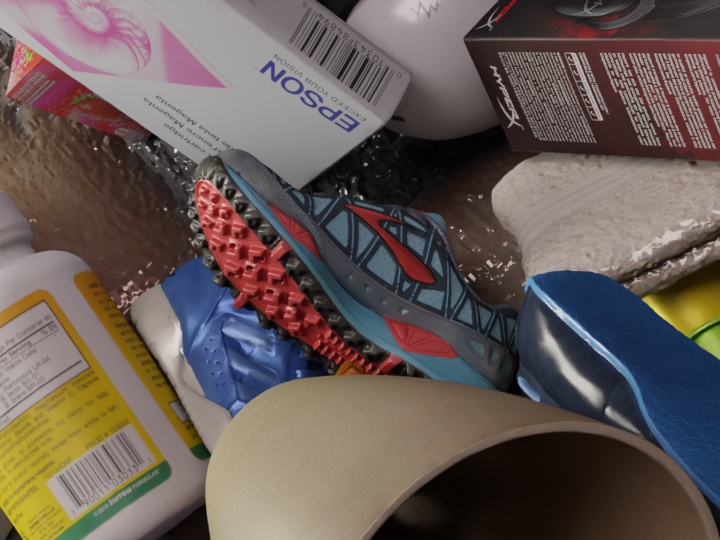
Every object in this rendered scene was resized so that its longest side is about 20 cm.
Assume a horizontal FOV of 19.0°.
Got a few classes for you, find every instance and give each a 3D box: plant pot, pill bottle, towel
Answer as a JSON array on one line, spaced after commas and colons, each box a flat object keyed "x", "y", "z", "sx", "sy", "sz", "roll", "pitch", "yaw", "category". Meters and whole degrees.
[{"x": 0.016, "y": 0.118, "z": 0.891, "sx": 0.187, "sy": 0.187, "sz": 0.200, "roll": -55, "pitch": 33, "yaw": -3, "category": "plant pot"}, {"x": -0.169, "y": 0.061, "z": 1.151, "sx": 0.113, "sy": 0.113, "sz": 0.200, "roll": -37, "pitch": 84, "yaw": 11, "category": "pill bottle"}, {"x": 0.165, "y": -0.049, "z": 1.052, "sx": 0.200, "sy": 0.035, "sz": 0.133, "roll": -26, "pitch": 28, "yaw": 5, "category": "towel"}]

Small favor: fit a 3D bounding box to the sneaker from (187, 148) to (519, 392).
[{"x": 0.000, "y": 0.000, "z": 1.102, "sx": 0.079, "sy": 0.200, "sz": 0.096, "roll": -29, "pitch": 22, "yaw": 56, "category": "sneaker"}]

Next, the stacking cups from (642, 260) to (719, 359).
[{"x": 0.191, "y": 0.081, "z": 1.002, "sx": 0.060, "sy": 0.061, "sz": 0.200, "roll": -34, "pitch": 53, "yaw": 13, "category": "stacking cups"}]

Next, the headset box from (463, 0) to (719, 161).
[{"x": 0.176, "y": -0.126, "z": 1.053, "sx": 0.200, "sy": 0.077, "sz": 0.149, "roll": 6, "pitch": 44, "yaw": 45, "category": "headset box"}]

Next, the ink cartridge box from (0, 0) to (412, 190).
[{"x": -0.100, "y": -0.111, "z": 1.146, "sx": 0.200, "sy": 0.196, "sz": 0.043, "roll": -36, "pitch": 23, "yaw": 55, "category": "ink cartridge box"}]

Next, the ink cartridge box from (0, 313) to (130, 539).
[{"x": -0.239, "y": 0.085, "z": 1.261, "sx": 0.115, "sy": 0.068, "sz": 0.200, "roll": 23, "pitch": 79, "yaw": 37, "category": "ink cartridge box"}]

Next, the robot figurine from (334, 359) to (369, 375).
[{"x": 0.043, "y": 0.137, "z": 1.025, "sx": 0.200, "sy": 0.058, "sz": 0.145, "roll": 34, "pitch": 65, "yaw": 18, "category": "robot figurine"}]

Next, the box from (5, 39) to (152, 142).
[{"x": -0.121, "y": -0.162, "z": 1.242, "sx": 0.200, "sy": 0.095, "sz": 0.100, "roll": -29, "pitch": 48, "yaw": 55, "category": "box"}]

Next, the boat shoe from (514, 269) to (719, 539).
[{"x": 0.133, "y": 0.073, "z": 0.933, "sx": 0.200, "sy": 0.084, "sz": 0.069, "roll": -124, "pitch": 41, "yaw": -53, "category": "boat shoe"}]

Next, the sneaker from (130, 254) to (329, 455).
[{"x": -0.031, "y": 0.060, "z": 1.139, "sx": 0.111, "sy": 0.077, "sz": 0.200, "roll": -37, "pitch": 59, "yaw": 3, "category": "sneaker"}]

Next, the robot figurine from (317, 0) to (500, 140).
[{"x": 0.039, "y": -0.168, "z": 1.184, "sx": 0.150, "sy": 0.125, "sz": 0.200, "roll": -46, "pitch": 43, "yaw": 46, "category": "robot figurine"}]
